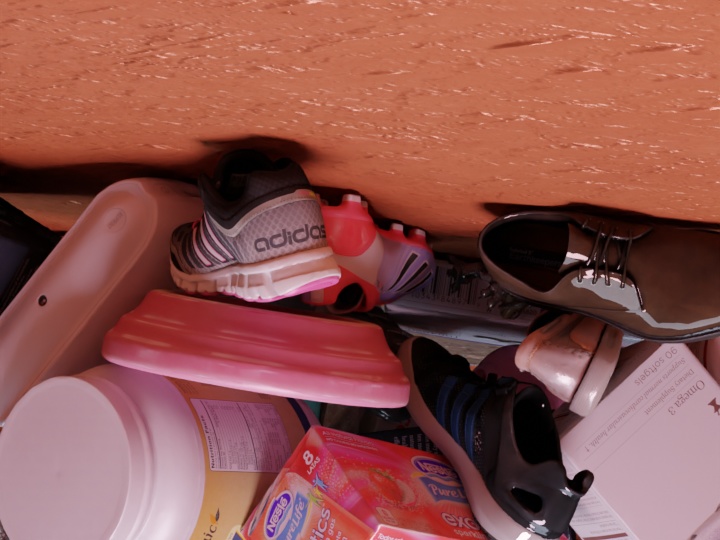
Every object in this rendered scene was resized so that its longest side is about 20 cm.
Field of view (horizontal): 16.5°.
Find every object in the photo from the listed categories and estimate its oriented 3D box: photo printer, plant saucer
[{"bbox_3d":[-0.158,0.029,1.686,0.069,0.200,0.166,44,-171,30],"label":"photo printer"},{"bbox_3d":[-0.064,0.047,1.590,0.199,0.051,0.201,9,180,0],"label":"plant saucer"}]

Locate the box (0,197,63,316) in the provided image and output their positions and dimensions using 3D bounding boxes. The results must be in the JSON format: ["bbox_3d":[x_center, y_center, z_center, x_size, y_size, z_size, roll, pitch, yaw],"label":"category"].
[{"bbox_3d":[-0.283,0.003,1.726,0.148,0.108,0.200,31,-176,28],"label":"box"}]

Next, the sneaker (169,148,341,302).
[{"bbox_3d":[-0.069,-0.032,1.530,0.073,0.088,0.200,-11,-174,-20],"label":"sneaker"}]

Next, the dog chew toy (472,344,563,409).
[{"bbox_3d":[0.163,0.114,1.897,0.199,0.125,0.124,23,165,-32],"label":"dog chew toy"}]

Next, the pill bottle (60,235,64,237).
[{"bbox_3d":[-0.213,0.034,2.020,0.199,0.112,0.111,13,171,-30],"label":"pill bottle"}]

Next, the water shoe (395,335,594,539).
[{"bbox_3d":[0.092,0.099,1.623,0.071,0.079,0.200,20,-153,-41],"label":"water shoe"}]

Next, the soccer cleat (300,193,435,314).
[{"bbox_3d":[0.000,0.000,1.682,0.066,0.077,0.200,6,171,18],"label":"soccer cleat"}]

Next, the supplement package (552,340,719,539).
[{"bbox_3d":[0.218,0.158,1.684,0.200,0.117,0.117,49,165,-2],"label":"supplement package"}]

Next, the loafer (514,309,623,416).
[{"bbox_3d":[0.138,0.044,1.651,0.063,0.072,0.200,25,-170,1],"label":"loafer"}]

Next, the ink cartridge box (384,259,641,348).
[{"bbox_3d":[0.117,0.030,1.904,0.198,0.041,0.200,9,173,1],"label":"ink cartridge box"}]

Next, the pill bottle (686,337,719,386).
[{"bbox_3d":[0.279,0.066,1.732,0.111,0.113,0.200,10,172,-12],"label":"pill bottle"}]

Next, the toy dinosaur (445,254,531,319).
[{"bbox_3d":[0.113,0.003,1.701,0.087,0.048,0.200,-8,175,-18],"label":"toy dinosaur"}]

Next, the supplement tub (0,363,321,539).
[{"bbox_3d":[-0.129,0.135,1.635,0.144,0.146,0.199,2,176,38],"label":"supplement tub"}]

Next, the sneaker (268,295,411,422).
[{"bbox_3d":[-0.031,0.069,1.752,0.075,0.116,0.200,20,-156,-39],"label":"sneaker"}]

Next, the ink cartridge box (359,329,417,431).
[{"bbox_3d":[-0.038,0.092,1.928,0.199,0.146,0.085,27,-177,-13],"label":"ink cartridge box"}]

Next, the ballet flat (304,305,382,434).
[{"bbox_3d":[-0.009,0.070,1.856,0.062,0.201,0.067,3,-159,-22],"label":"ballet flat"}]

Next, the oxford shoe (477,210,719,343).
[{"bbox_3d":[0.162,0.001,1.545,0.199,0.073,0.084,4,169,27],"label":"oxford shoe"}]

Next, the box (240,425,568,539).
[{"bbox_3d":[0.036,0.181,1.613,0.199,0.095,0.103,17,-155,-41],"label":"box"}]

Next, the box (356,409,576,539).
[{"bbox_3d":[0.063,0.216,1.834,0.195,0.125,0.201,-6,141,6],"label":"box"}]
